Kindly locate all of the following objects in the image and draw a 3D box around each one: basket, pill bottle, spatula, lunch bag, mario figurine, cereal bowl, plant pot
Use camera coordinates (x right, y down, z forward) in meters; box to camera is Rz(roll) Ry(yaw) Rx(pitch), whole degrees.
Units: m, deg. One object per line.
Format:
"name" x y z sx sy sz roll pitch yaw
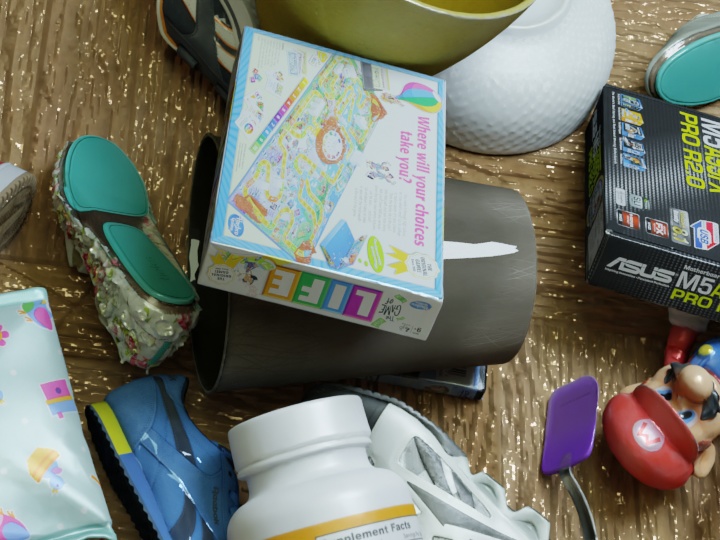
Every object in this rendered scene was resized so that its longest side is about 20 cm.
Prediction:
"basket" 0.000 0.000 1.045 0.198 0.137 0.181 3 43 -15
"pill bottle" -0.014 0.179 0.951 0.110 0.111 0.202 -11 77 -18
"spatula" 0.142 0.164 1.058 0.020 0.056 0.202 8 65 -30
"lunch bag" -0.259 0.119 0.947 0.198 0.122 0.172 -11 67 -24
"mario figurine" 0.241 0.069 1.088 0.199 0.123 0.107 -29 114 -32
"cereal bowl" 0.098 -0.191 1.220 0.198 0.084 0.202 5 60 -9
"plant pot" 0.005 -0.197 1.100 0.198 0.142 0.202 18 48 -21

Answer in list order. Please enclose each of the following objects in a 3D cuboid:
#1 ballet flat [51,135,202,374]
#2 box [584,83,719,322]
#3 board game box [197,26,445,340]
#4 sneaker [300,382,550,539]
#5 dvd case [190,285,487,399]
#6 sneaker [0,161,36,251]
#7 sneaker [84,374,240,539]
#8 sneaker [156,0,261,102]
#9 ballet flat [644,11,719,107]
"ballet flat" -0.160 -0.011 1.065 0.075 0.064 0.201 9 31 -31
"box" 0.236 -0.043 1.147 0.158 0.045 0.201 16 36 -3
"board game box" -0.018 -0.056 0.975 0.133 0.034 0.201 14 42 -9
"sneaker" 0.032 0.150 1.022 0.199 0.074 0.089 36 58 9
"dvd case" -0.007 0.005 1.126 0.198 0.018 0.144 10 59 -6
"sneaker" -0.290 -0.036 1.021 0.112 0.072 0.200 25 22 5
"sneaker" -0.094 0.150 0.998 0.078 0.066 0.201 -19 67 -22
"sneaker" -0.085 -0.164 1.173 0.078 0.079 0.202 -27 94 -53
"ballet flat" 0.286 -0.175 1.274 0.198 0.068 0.064 -18 39 -22
